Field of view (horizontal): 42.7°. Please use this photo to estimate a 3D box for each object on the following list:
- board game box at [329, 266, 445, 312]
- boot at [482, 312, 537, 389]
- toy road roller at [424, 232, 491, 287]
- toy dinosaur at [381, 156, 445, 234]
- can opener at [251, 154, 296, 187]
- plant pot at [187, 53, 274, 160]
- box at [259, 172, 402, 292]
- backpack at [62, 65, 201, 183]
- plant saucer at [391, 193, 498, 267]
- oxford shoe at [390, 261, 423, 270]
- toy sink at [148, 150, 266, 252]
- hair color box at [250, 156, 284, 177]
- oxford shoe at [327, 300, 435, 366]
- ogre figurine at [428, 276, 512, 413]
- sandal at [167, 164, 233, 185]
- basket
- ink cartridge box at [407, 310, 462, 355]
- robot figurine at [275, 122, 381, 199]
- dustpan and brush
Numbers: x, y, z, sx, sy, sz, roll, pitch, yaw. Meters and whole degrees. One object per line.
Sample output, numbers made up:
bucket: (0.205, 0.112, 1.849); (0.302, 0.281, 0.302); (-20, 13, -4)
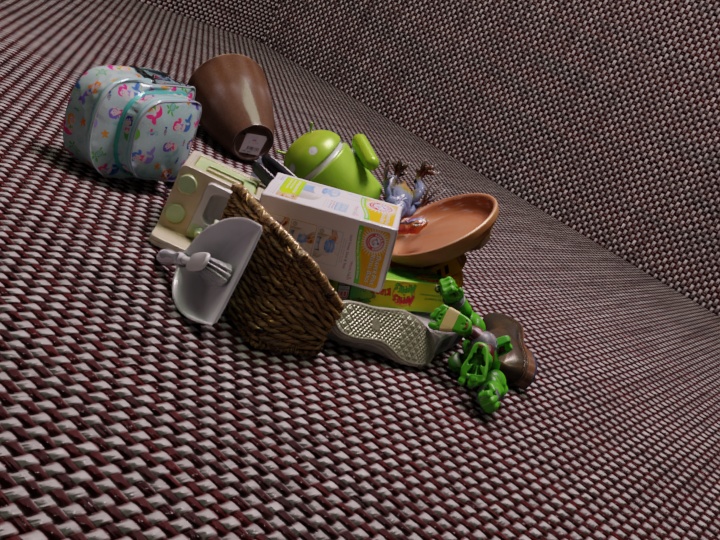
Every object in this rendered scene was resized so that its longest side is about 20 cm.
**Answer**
board game box: (0.037, 0.025, 1.428); (0.199, 0.048, 0.102); (6, 13, -21)
boot: (0.214, 0.110, 1.506); (0.097, 0.075, 0.200); (24, 18, -21)
toy road roller: (0.154, -0.014, 1.613); (0.146, 0.199, 0.123); (62, 17, -7)
toy dinosaur: (0.079, -0.108, 1.526); (0.105, 0.200, 0.182); (16, 54, 2)
can opener: (-0.089, -0.102, 1.430); (0.200, 0.079, 0.063); (42, 38, -8)
plant pot: (-0.261, -0.333, 1.988); (0.186, 0.187, 0.200); (13, 35, -40)
box: (-0.047, -0.057, 1.346); (0.199, 0.102, 0.113); (16, 22, 2)
backpack: (-0.362, -0.229, 1.459); (0.150, 0.178, 0.200); (32, 20, 35)
plant saucer: (0.129, -0.061, 1.469); (0.200, 0.199, 0.038); (-107, 173, -68)
oxford shoe: (0.000, 0.000, 1.518); (0.199, 0.072, 0.073); (12, -10, -14)
toy sink: (-0.220, -0.092, 1.368); (0.130, 0.112, 0.200); (24, 16, -8)
hair color box: (-0.113, -0.151, 1.820); (0.200, 0.061, 0.099); (35, 17, 22)
oxford shoe: (0.025, 0.087, 1.298); (0.199, 0.076, 0.058); (20, -21, -35)
ogre figurine: (0.169, 0.117, 1.342); (0.200, 0.098, 0.120); (51, 7, 30)
sandal: (-0.243, -0.152, 1.543); (0.199, 0.045, 0.075); (17, 36, 22)
basket: (-0.101, -0.001, 1.209); (0.142, 0.149, 0.200); (13, 20, -41)
ink cartridge box: (0.062, 0.060, 1.468); (0.200, 0.057, 0.162); (37, 18, 16)
robot figurine: (-0.045, -0.144, 1.510); (0.200, 0.175, 0.116); (48, 14, -15)
dustpan and brush: (-0.210, -0.008, 1.168); (0.057, 0.140, 0.200); (31, -13, -25)
